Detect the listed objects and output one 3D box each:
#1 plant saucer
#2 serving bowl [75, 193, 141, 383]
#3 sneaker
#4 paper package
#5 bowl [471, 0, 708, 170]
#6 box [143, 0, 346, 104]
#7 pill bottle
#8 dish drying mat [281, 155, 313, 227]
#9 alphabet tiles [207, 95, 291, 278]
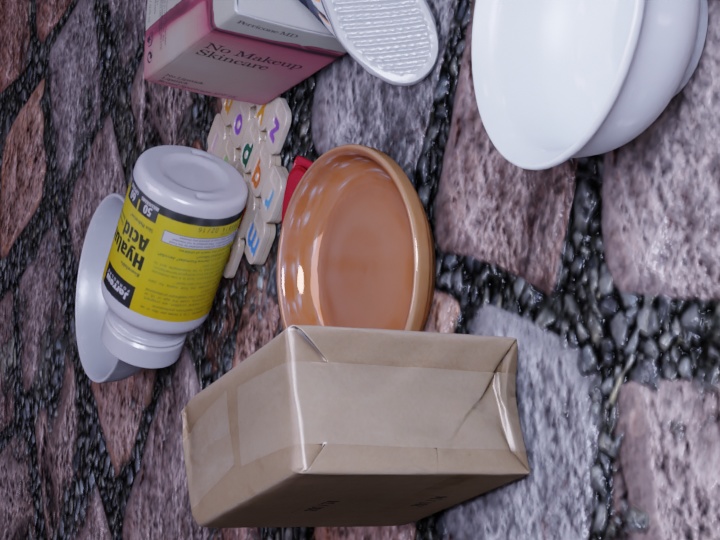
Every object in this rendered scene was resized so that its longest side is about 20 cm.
[{"bbox_3d":[0.000,0.000,1.567,0.200,0.037,0.201,-2,87,56],"label":"plant saucer"},{"bbox_3d":[-0.242,0.021,2.076,0.200,0.066,0.201,-21,67,62],"label":"serving bowl"},{"bbox_3d":[-0.006,-0.227,1.577,0.200,0.078,0.079,52,179,10],"label":"sneaker"},{"bbox_3d":[-0.005,0.117,1.402,0.200,0.190,0.104,143,125,-58],"label":"paper package"},{"bbox_3d":[0.156,-0.158,1.235,0.201,0.090,0.202,-174,90,-65],"label":"bowl"},{"bbox_3d":[-0.094,-0.232,1.724,0.200,0.127,0.109,-23,61,59],"label":"box"},{"bbox_3d":[-0.185,-0.009,1.874,0.111,0.111,0.201,-119,41,-50],"label":"pill bottle"},{"bbox_3d":[-0.026,-0.041,1.683,0.200,0.018,0.077,-144,62,-62],"label":"dish drying mat"},{"bbox_3d":[-0.108,-0.100,1.875,0.196,0.015,0.200,-67,30,31],"label":"alphabet tiles"}]
